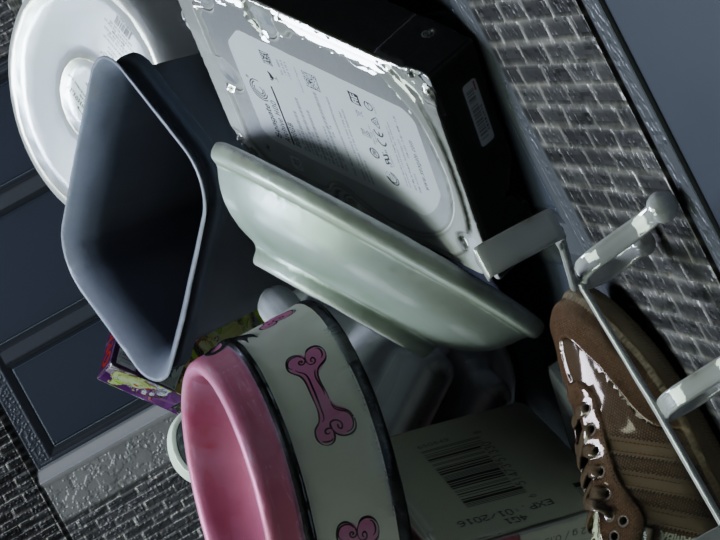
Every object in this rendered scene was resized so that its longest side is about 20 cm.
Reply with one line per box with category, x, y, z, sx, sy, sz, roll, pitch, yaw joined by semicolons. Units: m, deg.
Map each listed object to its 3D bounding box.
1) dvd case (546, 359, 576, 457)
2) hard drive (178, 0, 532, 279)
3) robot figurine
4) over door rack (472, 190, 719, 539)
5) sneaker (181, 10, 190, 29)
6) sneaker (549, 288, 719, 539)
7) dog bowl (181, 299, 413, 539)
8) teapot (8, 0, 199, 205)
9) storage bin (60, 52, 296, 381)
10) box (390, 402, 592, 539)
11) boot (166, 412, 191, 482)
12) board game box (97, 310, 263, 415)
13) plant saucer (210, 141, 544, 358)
dvd case;0.163;0.150;1.505;0.200;0.018;0.143;53;168;43
hard drive;-0.006;-0.085;1.467;0.200;0.038;0.140;29;152;40
robot figurine;0.019;0.056;1.723;0.169;0.113;0.200;27;-173;-27
over door rack;0.126;0.044;1.144;0.148;0.067;0.200;59;-168;10
sneaker;-0.037;-0.116;1.647;0.087;0.075;0.200;59;174;-34
sneaker;0.129;0.101;1.342;0.200;0.075;0.070;58;171;18
dog bowl;-0.038;0.121;1.572;0.200;0.074;0.201;167;90;-74
teapot;-0.127;-0.128;1.915;0.197;0.146;0.201;2;106;46
storage bin;-0.089;-0.055;1.757;0.146;0.134;0.200;51;146;27
box;0.071;0.194;1.591;0.128;0.109;0.200;-134;34;-58
boot;-0.024;0.113;1.898;0.144;0.199;0.073;92;169;-75
board game box;-0.099;0.009;1.959;0.120;0.200;0.032;23;143;-14
plant saucer;0.000;0.000;1.544;0.200;0.050;0.200;29;178;1
